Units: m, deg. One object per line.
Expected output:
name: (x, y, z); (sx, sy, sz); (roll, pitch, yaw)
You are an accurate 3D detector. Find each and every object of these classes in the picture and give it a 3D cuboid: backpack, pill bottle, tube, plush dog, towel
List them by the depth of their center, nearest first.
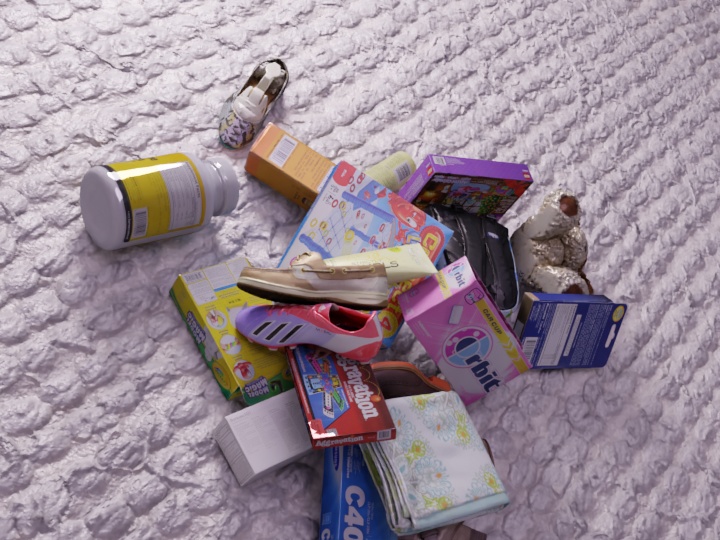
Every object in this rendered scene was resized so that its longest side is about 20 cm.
towel: (0.090, 0.240, 1.335); (0.199, 0.048, 0.172); (0, 59, -42)
pill bottle: (-0.268, -0.099, 1.416); (0.199, 0.112, 0.113); (-16, 67, -39)
tube: (0.000, 0.000, 1.436); (0.198, 0.052, 0.059); (-10, 77, -12)
backpack: (0.167, 0.013, 1.603); (0.162, 0.154, 0.201); (15, 30, -26)
tube: (0.008, -0.125, 1.657); (0.058, 0.052, 0.200); (20, 43, 37)
plush dog: (0.321, -0.029, 1.744); (0.171, 0.160, 0.202); (-2, 87, -49)

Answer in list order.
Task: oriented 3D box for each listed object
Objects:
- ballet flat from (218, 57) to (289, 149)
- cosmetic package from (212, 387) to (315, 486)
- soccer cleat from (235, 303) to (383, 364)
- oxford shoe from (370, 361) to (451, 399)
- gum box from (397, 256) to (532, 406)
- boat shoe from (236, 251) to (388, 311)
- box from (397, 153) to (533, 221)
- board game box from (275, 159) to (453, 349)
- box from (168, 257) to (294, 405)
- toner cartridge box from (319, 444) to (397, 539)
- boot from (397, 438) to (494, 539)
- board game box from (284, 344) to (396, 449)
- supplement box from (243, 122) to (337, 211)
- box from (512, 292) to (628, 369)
ballet flat: (-0.165, -0.272, 1.637); (0.072, 0.072, 0.201); (32, 47, -8)
cosmetic package: (-0.087, 0.200, 1.355); (0.199, 0.051, 0.083); (-18, 73, -40)
soccer cleat: (-0.067, 0.066, 1.344); (0.198, 0.077, 0.067); (12, 42, 13)
oxford shoe: (0.060, 0.175, 1.428); (0.199, 0.071, 0.073); (21, 52, -40)
gum box: (0.151, 0.092, 1.480); (0.200, 0.113, 0.066); (54, 11, -33)
boat shoe: (-0.060, 0.010, 1.357); (0.198, 0.074, 0.067); (8, 79, -13)
box: (0.162, -0.123, 1.687); (0.198, 0.137, 0.039); (2, 56, -31)
board game box: (0.002, -0.021, 1.504); (0.195, 0.056, 0.201); (31, 78, -8)
box: (-0.158, 0.086, 1.397); (0.117, 0.048, 0.201); (-16, 66, -40)
toner cartridge box: (-0.001, 0.306, 1.306); (0.094, 0.043, 0.202); (21, 59, -34)
boot: (0.101, 0.297, 1.391); (0.145, 0.070, 0.201); (20, 51, -18)
board game box: (-0.029, 0.147, 1.310); (0.102, 0.020, 0.200); (-4, 31, -13)
supplement box: (-0.074, -0.135, 1.576); (0.199, 0.067, 0.069); (35, 66, -1)
box: (0.324, 0.097, 1.646); (0.198, 0.122, 0.032); (3, 23, -30)
